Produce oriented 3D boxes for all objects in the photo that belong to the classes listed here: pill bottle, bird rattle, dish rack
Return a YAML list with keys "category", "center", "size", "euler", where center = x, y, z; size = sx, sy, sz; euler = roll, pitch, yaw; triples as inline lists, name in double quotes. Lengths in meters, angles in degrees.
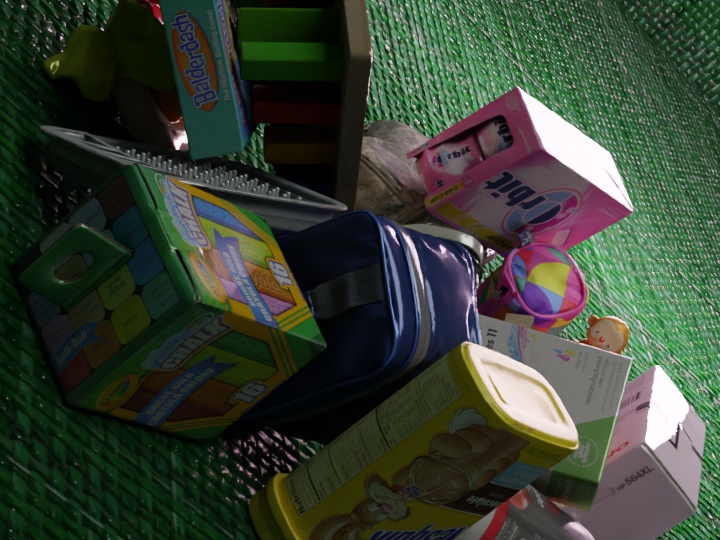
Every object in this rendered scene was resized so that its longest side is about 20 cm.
- category: "pill bottle"
  center: [0.120, 0.227, 1.760]
  size: [0.200, 0.111, 0.111]
  euler: [39, 23, -33]
- category: "bird rattle"
  center: [-0.182, -0.173, 1.841]
  size: [0.200, 0.113, 0.163]
  euler: [-85, 155, -66]
- category: "dish rack"
  center: [-0.128, -0.059, 1.661]
  size: [0.200, 0.044, 0.172]
  euler: [7, 10, -40]

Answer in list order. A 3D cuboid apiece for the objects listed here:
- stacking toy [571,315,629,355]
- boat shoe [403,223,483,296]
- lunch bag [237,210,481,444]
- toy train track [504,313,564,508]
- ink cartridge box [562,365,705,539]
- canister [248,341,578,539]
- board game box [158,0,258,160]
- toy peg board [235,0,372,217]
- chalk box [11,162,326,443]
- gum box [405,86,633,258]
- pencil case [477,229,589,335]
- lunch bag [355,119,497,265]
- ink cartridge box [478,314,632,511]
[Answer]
- category: "stacking toy"
  center: [0.148, 0.104, 1.902]
  size: [0.116, 0.200, 0.110]
  euler: [57, 20, 12]
- category: "boat shoe"
  center: [0.000, 0.000, 1.829]
  size: [0.075, 0.200, 0.062]
  euler: [92, 7, -50]
- category: "lunch bag"
  center: [-0.026, 0.042, 1.635]
  size: [0.132, 0.200, 0.136]
  euler: [21, 54, -50]
- category: "toy train track"
  center: [0.118, 0.134, 1.844]
  size: [0.033, 0.115, 0.200]
  euler: [38, 59, -74]
- category: "ink cartridge box"
  center: [0.230, 0.187, 2.027]
  size: [0.084, 0.146, 0.200]
  euler: [51, 20, -8]
- category: "canister"
  center: [0.041, 0.145, 1.589]
  size: [0.148, 0.200, 0.087]
  euler: [23, 34, -54]
- category: "board game box"
  center: [-0.117, -0.178, 1.754]
  size: [0.200, 0.045, 0.152]
  euler: [-80, 160, -79]
- category: "toy peg board"
  center: [-0.054, -0.160, 1.785]
  size: [0.098, 0.199, 0.200]
  euler: [1, 45, -7]
- category: "chalk box"
  center: [-0.142, 0.020, 1.513]
  size: [0.200, 0.125, 0.124]
  euler: [21, 36, -54]
- category: "gum box"
  center: [0.137, -0.077, 1.914]
  size: [0.200, 0.113, 0.066]
  euler: [28, 38, -55]
- category: "pencil case"
  center: [0.123, 0.045, 1.969]
  size: [0.088, 0.200, 0.088]
  euler: [10, 60, -18]
- category: "lunch bag"
  center: [0.019, -0.049, 1.967]
  size: [0.168, 0.139, 0.200]
  euler: [60, 21, 2]
- category: "ink cartridge box"
  center: [0.106, 0.105, 1.793]
  size: [0.067, 0.200, 0.117]
  euler: [93, 13, -65]
